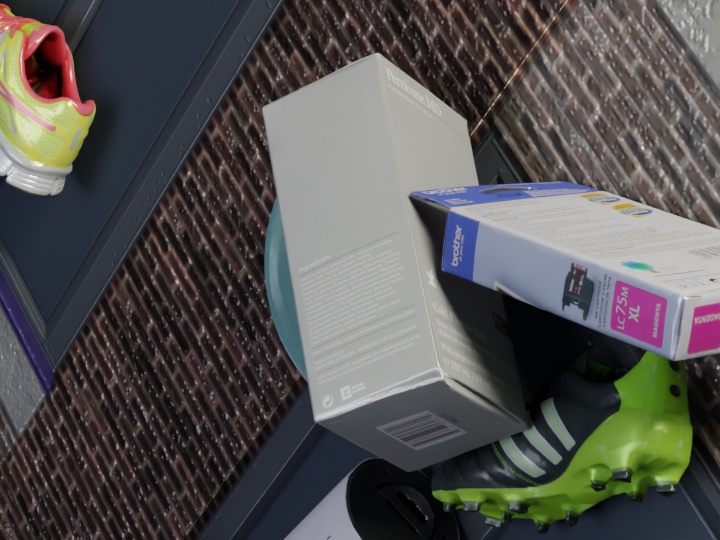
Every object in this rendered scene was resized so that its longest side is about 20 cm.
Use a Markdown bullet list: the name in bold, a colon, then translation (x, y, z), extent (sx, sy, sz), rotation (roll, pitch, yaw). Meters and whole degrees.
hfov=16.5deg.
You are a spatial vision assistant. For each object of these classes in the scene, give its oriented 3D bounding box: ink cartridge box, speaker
- **ink cartridge box**: translation (0.130, -0.004, 1.271), extent (0.200, 0.119, 0.042), rotation (25, 114, 45)
- **speaker**: translation (-0.024, 0.196, 1.504), extent (0.200, 0.081, 0.081), rotation (-47, 59, 41)

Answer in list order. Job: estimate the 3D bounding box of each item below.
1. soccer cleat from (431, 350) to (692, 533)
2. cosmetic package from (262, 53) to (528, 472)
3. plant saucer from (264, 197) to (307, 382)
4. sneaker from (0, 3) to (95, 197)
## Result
- **soccer cleat**: translation (0.111, 0.093, 1.356), extent (0.200, 0.067, 0.081), rotation (-22, 54, 53)
- **cosmetic package**: translation (0.018, -0.004, 1.354), extent (0.090, 0.107, 0.201), rotation (-21, 62, 25)
- **plant saucer**: translation (0.000, 0.000, 1.491), extent (0.200, 0.036, 0.201), rotation (6, 98, 50)
- **sneaker**: translation (-0.241, -0.150, 1.740), extent (0.090, 0.078, 0.200), rotation (-50, 63, 30)
